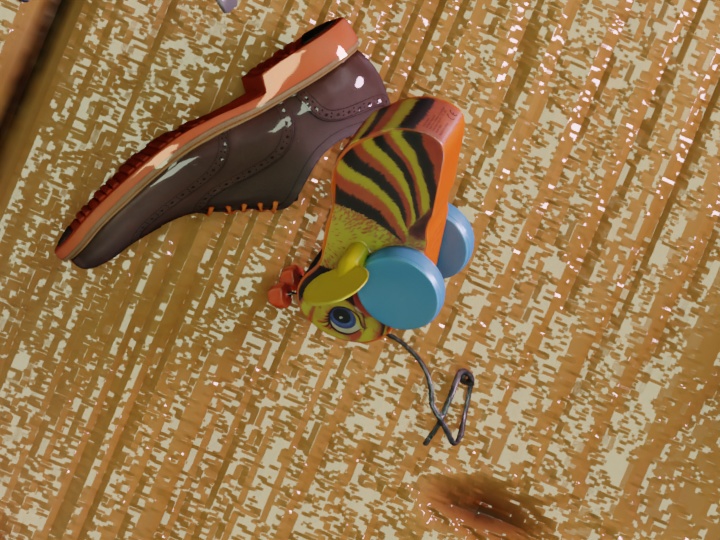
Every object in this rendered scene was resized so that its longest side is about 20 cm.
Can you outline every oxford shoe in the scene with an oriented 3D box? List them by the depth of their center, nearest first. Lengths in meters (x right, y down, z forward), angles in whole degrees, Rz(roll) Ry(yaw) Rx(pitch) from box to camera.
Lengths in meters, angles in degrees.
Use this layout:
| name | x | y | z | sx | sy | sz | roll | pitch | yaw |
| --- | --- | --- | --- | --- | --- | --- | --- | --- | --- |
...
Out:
| name | x | y | z | sx | sy | sz | roll | pitch | yaw |
| --- | --- | --- | --- | --- | --- | --- | --- | --- | --- |
| oxford shoe | -0.071 | -0.052 | 1.128 | 0.200 | 0.071 | 0.073 | -35 | 102 | -3 |

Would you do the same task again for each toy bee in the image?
| name | x | y | z | sx | sy | sz | roll | pitch | yaw |
| --- | --- | --- | --- | --- | --- | --- | --- | --- | --- |
| toy bee | 0.000 | 0.000 | 1.121 | 0.108 | 0.131 | 0.200 | 10 | 105 | 17 |

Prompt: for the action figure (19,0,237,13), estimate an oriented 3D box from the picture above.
| name | x | y | z | sx | sy | sz | roll | pitch | yaw |
| --- | --- | --- | --- | --- | --- | --- | --- | --- | --- |
| action figure | -0.129 | -0.235 | 1.080 | 0.193 | 0.105 | 0.200 | 15 | 88 | 21 |
